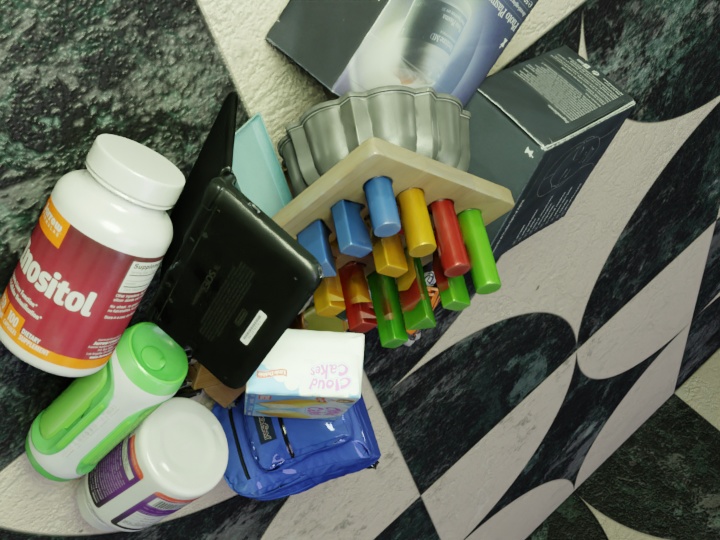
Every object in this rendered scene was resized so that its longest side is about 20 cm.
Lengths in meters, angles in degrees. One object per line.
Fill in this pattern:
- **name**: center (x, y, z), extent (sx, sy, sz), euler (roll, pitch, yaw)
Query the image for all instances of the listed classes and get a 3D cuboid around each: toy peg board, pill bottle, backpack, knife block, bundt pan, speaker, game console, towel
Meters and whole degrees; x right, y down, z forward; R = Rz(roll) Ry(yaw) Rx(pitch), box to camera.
- **toy peg board**: center (0.024, -0.008, 0.779), extent (0.197, 0.099, 0.199), euler (13, 144, -42)
- **pill bottle**: center (-0.248, 0.233, 0.942), extent (0.110, 0.113, 0.199), euler (-3, 155, -47)
- **backpack**: center (-0.097, 0.201, 1.064), extent (0.197, 0.165, 0.168), euler (-21, 156, 6)
- **knife block**: center (-0.173, 0.079, 0.959), extent (0.200, 0.064, 0.176), euler (-41, 148, -8)
- **bundt pan**: center (0.018, -0.098, 0.815), extent (0.198, 0.077, 0.202), euler (-8, 162, -2)
- **speaker**: center (-0.266, 0.139, 0.851), extent (0.200, 0.089, 0.088), euler (-41, 152, 26)
- **game console**: center (-0.115, -0.022, 0.748), extent (0.117, 0.175, 0.200), euler (-49, 178, -46)
- **pill bottle**: center (-0.241, -0.015, 0.739), extent (0.112, 0.113, 0.202), euler (10, 116, -53)
- **towel**: center (-0.052, 0.068, 1.135), extent (0.199, 0.018, 0.087), euler (-34, 141, -20)

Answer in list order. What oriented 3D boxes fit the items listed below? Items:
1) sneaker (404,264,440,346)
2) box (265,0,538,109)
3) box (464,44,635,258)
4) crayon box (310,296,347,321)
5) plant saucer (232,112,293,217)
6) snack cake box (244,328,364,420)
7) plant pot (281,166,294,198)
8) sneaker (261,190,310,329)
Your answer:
- **sneaker**: center (0.072, 0.041, 1.182), extent (0.113, 0.077, 0.200), euler (-60, 172, 6)
- **box**: center (0.048, -0.252, 0.817), extent (0.200, 0.123, 0.199), euler (-54, 146, 14)
- **box**: center (0.194, -0.137, 0.989), extent (0.195, 0.124, 0.201), euler (-30, 155, -38)
- **crayon box**: center (0.000, 0.000, 1.018), extent (0.127, 0.051, 0.200), euler (-62, 173, -3)
- **plant saucer**: center (-0.091, -0.055, 0.837), extent (0.070, 0.019, 0.202), euler (-54, 135, -45)
- **snack cake box**: center (-0.066, 0.116, 0.883), extent (0.113, 0.068, 0.200), euler (5, 163, -7)
- **plant pot**: center (-0.074, -0.056, 0.968), extent (0.198, 0.027, 0.202), euler (-29, 142, -26)
- **sneaker**: center (-0.087, -0.003, 0.908), extent (0.072, 0.085, 0.202), euler (-30, 140, -21)
